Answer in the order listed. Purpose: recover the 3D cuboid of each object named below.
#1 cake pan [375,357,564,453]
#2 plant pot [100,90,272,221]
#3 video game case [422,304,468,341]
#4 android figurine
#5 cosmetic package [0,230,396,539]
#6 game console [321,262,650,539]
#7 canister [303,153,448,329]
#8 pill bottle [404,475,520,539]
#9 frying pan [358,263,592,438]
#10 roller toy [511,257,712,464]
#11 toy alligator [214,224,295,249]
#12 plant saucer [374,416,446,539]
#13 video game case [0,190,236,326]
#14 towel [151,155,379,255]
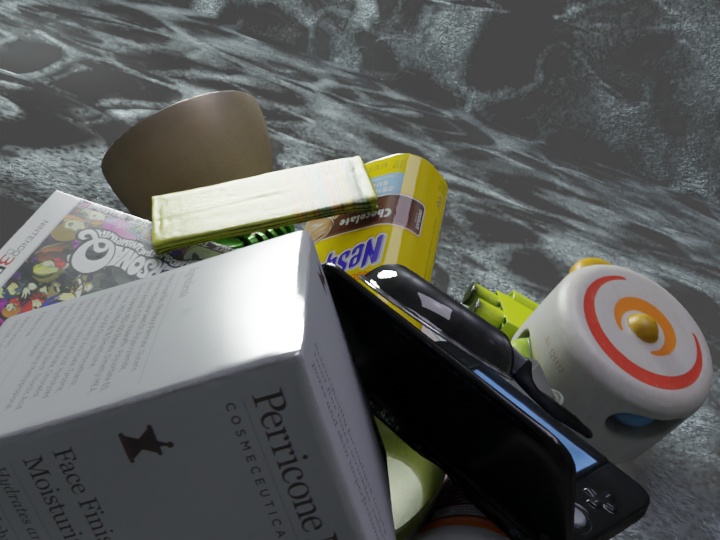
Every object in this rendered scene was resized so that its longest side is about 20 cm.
[{"bbox_3d":[0.071,0.111,0.761,0.200,0.037,0.200,-12,1,0],"label":"cake pan"},{"bbox_3d":[-0.182,-0.097,1.041,0.200,0.200,0.135,-14,74,-57],"label":"plant pot"},{"bbox_3d":[0.105,0.084,1.042,0.182,0.022,0.200,12,21,-22],"label":"video game case"},{"bbox_3d":[0.219,0.081,1.087,0.200,0.041,0.182,28,15,-4],"label":"android figurine"},{"bbox_3d":[-0.097,0.102,0.490,0.200,0.165,0.165,-17,22,5],"label":"cosmetic package"},{"bbox_3d":[0.084,0.078,0.568,0.176,0.117,0.200,-10,37,-44],"label":"game console"},{"bbox_3d":[0.000,0.000,0.817,0.087,0.148,0.200,43,46,-35],"label":"canister"},{"bbox_3d":[0.099,0.190,0.636,0.114,0.114,0.200,25,21,12],"label":"pill bottle"},{"bbox_3d":[0.081,0.051,0.551,0.190,0.031,0.115,33,2,2],"label":"frying pan"},{"bbox_3d":[0.260,0.091,0.920,0.182,0.140,0.200,41,45,9],"label":"roller toy"},{"bbox_3d":[-0.129,-0.025,0.957,0.054,0.059,0.200,20,32,31],"label":"toy alligator"},{"bbox_3d":[-0.038,0.157,0.610,0.200,0.031,0.200,-10,17,3],"label":"plant saucer"},{"bbox_3d":[-0.218,0.024,0.753,0.200,0.036,0.181,19,46,8],"label":"video game case"},{"bbox_3d":[-0.088,-0.061,0.800,0.200,0.018,0.086,-12,36,-4],"label":"towel"}]
